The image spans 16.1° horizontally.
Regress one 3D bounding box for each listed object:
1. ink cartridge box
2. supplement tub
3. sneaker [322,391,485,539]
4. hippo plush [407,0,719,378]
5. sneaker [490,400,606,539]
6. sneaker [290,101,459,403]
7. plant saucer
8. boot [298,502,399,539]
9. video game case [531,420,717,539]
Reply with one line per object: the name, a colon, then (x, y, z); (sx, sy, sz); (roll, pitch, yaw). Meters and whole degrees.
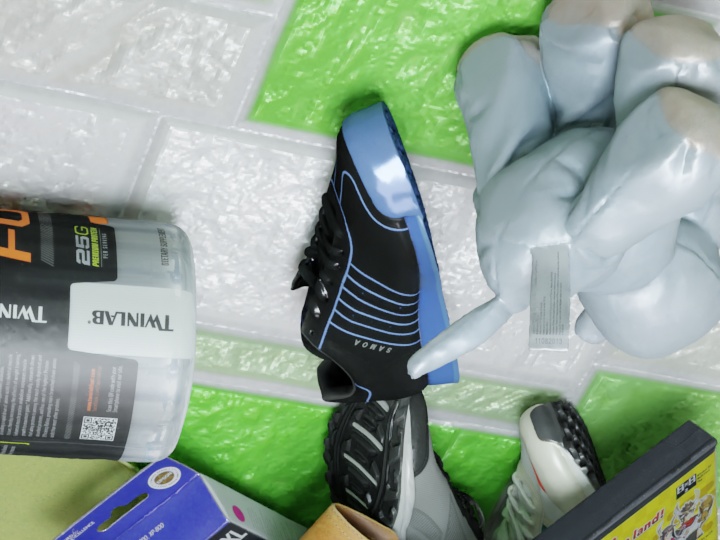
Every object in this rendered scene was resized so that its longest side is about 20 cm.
ink cartridge box: (-0.082, 0.173, 1.462); (0.095, 0.037, 0.200); (-38, 138, 16)
supplement tub: (-0.187, 0.030, 1.269); (0.198, 0.123, 0.123); (4, 135, -13)
sneaker: (0.031, 0.136, 1.449); (0.079, 0.074, 0.201); (-23, 128, -23)
hippo plush: (0.139, -0.025, 1.227); (0.158, 0.201, 0.160); (-13, 149, 37)
sneaker: (0.107, 0.158, 1.479); (0.093, 0.071, 0.200); (-21, 138, 4)
sneaker: (0.000, 0.000, 1.304); (0.077, 0.070, 0.201); (-15, 136, -1)
plant saucer: (-0.205, 0.147, 1.452); (0.198, 0.031, 0.201); (-4, 135, -4)
boot: (-0.052, 0.184, 1.393); (0.200, 0.071, 0.145); (28, 104, -3)
video game case: (0.124, 0.202, 1.426); (0.199, 0.025, 0.182); (-34, 139, -24)
